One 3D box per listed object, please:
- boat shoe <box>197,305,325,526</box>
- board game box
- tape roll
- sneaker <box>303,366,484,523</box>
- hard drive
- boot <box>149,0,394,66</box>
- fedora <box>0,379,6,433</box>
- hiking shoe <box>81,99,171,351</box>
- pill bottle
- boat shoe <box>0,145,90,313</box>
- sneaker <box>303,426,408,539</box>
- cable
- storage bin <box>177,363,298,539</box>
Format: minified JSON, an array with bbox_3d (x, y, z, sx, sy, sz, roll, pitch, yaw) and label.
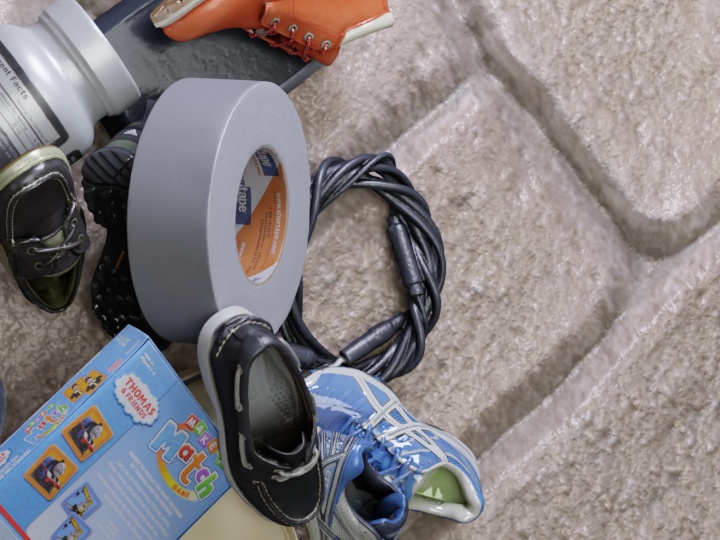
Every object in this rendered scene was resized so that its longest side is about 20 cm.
[{"bbox_3d":[-0.061,0.116,1.392,0.074,0.060,0.200,-30,127,-25],"label":"boat shoe"},{"bbox_3d":[-0.192,0.160,1.373,0.200,0.037,0.151,-44,127,-16],"label":"board game box"},{"bbox_3d":[-0.102,-0.043,1.432,0.066,0.200,0.201,4,88,20],"label":"tape roll"},{"bbox_3d":[0.023,0.142,1.550,0.200,0.077,0.076,27,102,-22],"label":"sneaker"},{"bbox_3d":[-0.123,-0.175,1.523,0.200,0.042,0.135,-34,102,-18],"label":"hard drive"},{"bbox_3d":[-0.063,-0.201,1.489,0.200,0.075,0.107,-24,103,-23],"label":"boot"},{"bbox_3d":[-0.349,0.137,1.392,0.200,0.201,0.092,-28,133,-19],"label":"fedora"},{"bbox_3d":[-0.158,-0.028,1.469,0.101,0.076,0.200,-58,157,-47],"label":"hiking shoe"},{"bbox_3d":[-0.270,-0.108,1.411,0.200,0.116,0.116,-37,103,-8],"label":"pill bottle"},{"bbox_3d":[-0.227,-0.027,1.396,0.073,0.200,0.065,-33,76,-14],"label":"boat shoe"},{"bbox_3d":[-0.002,0.208,1.516,0.077,0.085,0.200,-63,143,-46],"label":"sneaker"},{"bbox_3d":[0.000,0.000,1.568,0.163,0.051,0.200,26,80,-20],"label":"cable"},{"bbox_3d":[-0.167,0.197,1.480,0.200,0.094,0.199,-23,98,-20],"label":"storage bin"}]
